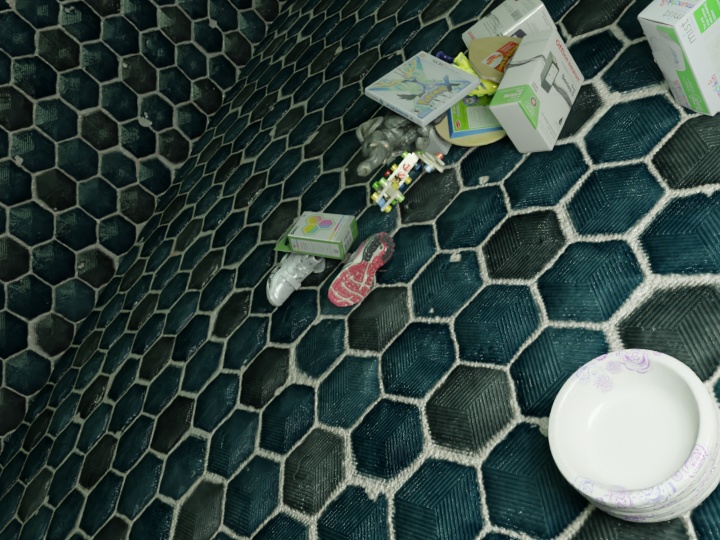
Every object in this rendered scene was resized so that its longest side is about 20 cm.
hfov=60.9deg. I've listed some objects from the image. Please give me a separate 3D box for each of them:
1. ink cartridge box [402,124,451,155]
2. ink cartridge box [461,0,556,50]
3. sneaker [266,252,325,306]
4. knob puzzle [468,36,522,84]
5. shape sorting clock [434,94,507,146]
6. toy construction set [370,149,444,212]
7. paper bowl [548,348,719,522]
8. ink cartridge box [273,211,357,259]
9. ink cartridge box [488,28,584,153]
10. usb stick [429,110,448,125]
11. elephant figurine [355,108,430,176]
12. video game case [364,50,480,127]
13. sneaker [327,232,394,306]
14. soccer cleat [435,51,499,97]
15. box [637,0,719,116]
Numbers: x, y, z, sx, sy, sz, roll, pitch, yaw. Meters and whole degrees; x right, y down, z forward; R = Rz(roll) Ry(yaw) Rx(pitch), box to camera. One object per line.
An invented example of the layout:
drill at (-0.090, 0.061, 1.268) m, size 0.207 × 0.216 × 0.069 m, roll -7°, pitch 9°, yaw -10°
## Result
ink cartridge box at (0.189, -0.394, 1.555) m, size 0.144 × 0.083 × 0.202 m, roll 7°, pitch 62°, yaw 50°
ink cartridge box at (0.371, -0.602, 1.549) m, size 0.199 × 0.084 × 0.146 m, roll -33°, pitch 37°, yaw 21°
sneaker at (-0.163, 0.002, 1.577) m, size 0.114 × 0.075 × 0.202 m, roll -4°, pitch 51°, yaw 50°
knob puzzle at (0.333, -0.478, 1.404) m, size 0.216 × 0.031 × 0.222 m, roll 0°, pitch 51°, yaw 0°
shape sorting clock at (0.269, -0.354, 1.417) m, size 0.197 × 0.039 × 0.202 m, roll -6°, pitch 50°, yaw 7°
toy construction set at (0.107, -0.231, 1.482) m, size 0.199 × 0.093 × 0.131 m, roll -35°, pitch 11°, yaw 7°
paper bowl at (0.347, 0.209, 0.767) m, size 0.199 × 0.104 × 0.202 m, roll -30°, pitch 39°, yaw 27°
ink cartridge box at (-0.117, -0.093, 1.541) m, size 0.197 × 0.060 × 0.104 m, roll 8°, pitch 43°, yaw 22°
ink cartridge box at (0.368, -0.371, 1.272) m, size 0.083 × 0.145 × 0.202 m, roll 6°, pitch 62°, yaw 50°
usb stick at (0.155, -0.393, 1.474) m, size 0.056 × 0.033 × 0.200 m, roll -47°, pitch 28°, yaw 9°
elephant figurine at (0.053, -0.306, 1.431) m, size 0.199 × 0.155 × 0.142 m, roll -35°, pitch 76°, yaw 1°
video game case at (0.141, -0.417, 1.388) m, size 0.199 × 0.022 × 0.182 m, roll -39°, pitch 58°, yaw -23°
sneaker at (0.000, 0.000, 1.402) m, size 0.200 × 0.081 × 0.075 m, roll -48°, pitch 19°, yaw -12°
soccer cleat at (0.249, -0.462, 1.433) m, size 0.064 × 0.085 × 0.199 m, roll -32°, pitch 45°, yaw -33°
box at (0.582, -0.396, 1.005) m, size 0.176 × 0.200 × 0.097 m, roll -42°, pitch 34°, yaw 7°
